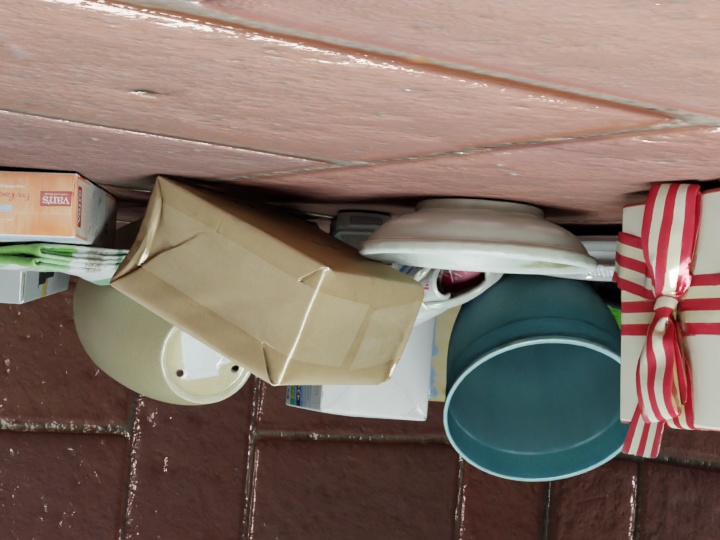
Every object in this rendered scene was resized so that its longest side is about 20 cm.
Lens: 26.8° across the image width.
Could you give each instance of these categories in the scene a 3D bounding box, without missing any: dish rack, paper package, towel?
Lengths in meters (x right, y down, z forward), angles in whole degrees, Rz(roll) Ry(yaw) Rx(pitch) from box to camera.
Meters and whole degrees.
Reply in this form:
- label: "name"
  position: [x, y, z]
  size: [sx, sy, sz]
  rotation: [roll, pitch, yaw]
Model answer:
- label: "dish rack"
  position: [0.238, -0.014, 1.400]
  size: [0.199, 0.044, 0.171]
  rotation: [1, 176, 44]
- label: "paper package"
  position: [-0.074, 0.013, 1.263]
  size: [0.190, 0.104, 0.200]
  rotation: [28, -172, 24]
- label: "towel"
  position: [-0.264, -0.003, 1.366]
  size: [0.149, 0.031, 0.200]
  rotation: [-3, 176, 37]

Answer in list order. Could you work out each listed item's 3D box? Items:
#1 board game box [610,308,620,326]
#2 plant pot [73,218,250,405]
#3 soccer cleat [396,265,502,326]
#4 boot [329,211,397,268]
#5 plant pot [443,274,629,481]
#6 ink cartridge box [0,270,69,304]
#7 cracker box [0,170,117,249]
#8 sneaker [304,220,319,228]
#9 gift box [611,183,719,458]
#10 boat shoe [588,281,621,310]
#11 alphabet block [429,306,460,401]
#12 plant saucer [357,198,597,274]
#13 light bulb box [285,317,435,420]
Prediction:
- label: "board game box"
  position: [0.265, 0.039, 1.752]
  size: [0.047, 0.102, 0.200]
  rotation: [3, 177, 35]
- label: "plant pot"
  position: [-0.176, 0.057, 1.496]
  size: [0.186, 0.188, 0.200]
  rotation: [5, -169, -21]
- label: "soccer cleat"
  position: [0.053, 0.020, 1.514]
  size: [0.199, 0.070, 0.086]
  rotation: [-29, -178, 17]
- label: "boot"
  position: [0.000, 0.000, 1.472]
  size: [0.073, 0.096, 0.200]
  rotation: [4, 177, 4]
- label: "plant pot"
  position: [0.180, 0.079, 1.551]
  size: [0.199, 0.201, 0.189]
  rotation: [4, -139, -4]
- label: "ink cartridge box"
  position: [-0.405, -0.017, 1.625]
  size: [0.145, 0.083, 0.200]
  rotation: [5, -176, 2]
- label: "cracker box"
  position: [-0.296, -0.050, 1.325]
  size: [0.133, 0.058, 0.200]
  rotation: [2, 177, 0]
- label: "sneaker"
  position: [-0.066, -0.019, 1.472]
  size: [0.082, 0.074, 0.200]
  rotation: [5, -175, -8]
- label: "gift box"
  position: [0.274, 0.039, 1.064]
  size: [0.186, 0.186, 0.200]
  rotation: [3, 171, -21]
- label: "boat shoe"
  position: [0.300, 0.015, 1.568]
  size: [0.062, 0.075, 0.200]
  rotation: [-12, -166, -27]
- label: "alphabet block"
  position: [0.150, 0.109, 2.336]
  size: [0.199, 0.197, 0.196]
  rotation: [7, 178, -25]
- label: "plant saucer"
  position: [0.098, -0.029, 1.255]
  size: [0.199, 0.051, 0.200]
  rotation: [4, 177, 0]
- label: "light bulb box"
  position: [0.001, 0.066, 1.716]
  size: [0.124, 0.200, 0.200]
  rotation: [7, 175, -14]
